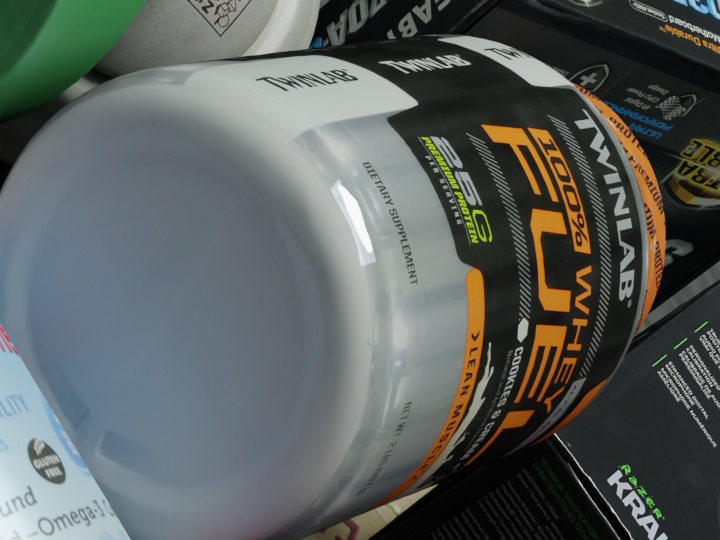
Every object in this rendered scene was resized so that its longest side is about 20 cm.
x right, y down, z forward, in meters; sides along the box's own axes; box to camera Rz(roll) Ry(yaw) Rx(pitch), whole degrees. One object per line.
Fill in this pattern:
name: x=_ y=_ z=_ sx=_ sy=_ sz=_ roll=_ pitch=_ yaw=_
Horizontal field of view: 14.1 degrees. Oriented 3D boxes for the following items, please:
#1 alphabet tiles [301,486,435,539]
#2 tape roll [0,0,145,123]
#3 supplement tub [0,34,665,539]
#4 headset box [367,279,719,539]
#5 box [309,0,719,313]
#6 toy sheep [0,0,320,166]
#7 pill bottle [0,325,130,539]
alphabet tiles: x=0.028 y=0.120 z=0.916 sx=0.200 sy=0.008 sz=0.167 roll=49 pitch=32 yaw=-6
tape roll: x=-0.136 y=-0.131 z=0.763 sx=0.201 sy=0.200 sz=0.048 roll=57 pitch=31 yaw=7
supplement tub: x=0.000 y=0.000 z=0.782 sx=0.123 sy=0.122 sz=0.200 roll=58 pitch=29 yaw=9
headset box: x=0.116 y=0.110 z=0.946 sx=0.175 sy=0.093 sz=0.200 roll=56 pitch=31 yaw=3
box: x=0.052 y=-0.039 z=0.958 sx=0.199 sy=0.159 sz=0.046 roll=16 pitch=45 yaw=-45
toy sheep: x=-0.075 y=-0.089 z=0.849 sx=0.138 sy=0.138 sz=0.200 roll=46 pitch=-8 yaw=-11
pill bottle: x=-0.128 y=0.046 z=0.688 sx=0.201 sy=0.109 sz=0.109 roll=58 pitch=32 yaw=8
